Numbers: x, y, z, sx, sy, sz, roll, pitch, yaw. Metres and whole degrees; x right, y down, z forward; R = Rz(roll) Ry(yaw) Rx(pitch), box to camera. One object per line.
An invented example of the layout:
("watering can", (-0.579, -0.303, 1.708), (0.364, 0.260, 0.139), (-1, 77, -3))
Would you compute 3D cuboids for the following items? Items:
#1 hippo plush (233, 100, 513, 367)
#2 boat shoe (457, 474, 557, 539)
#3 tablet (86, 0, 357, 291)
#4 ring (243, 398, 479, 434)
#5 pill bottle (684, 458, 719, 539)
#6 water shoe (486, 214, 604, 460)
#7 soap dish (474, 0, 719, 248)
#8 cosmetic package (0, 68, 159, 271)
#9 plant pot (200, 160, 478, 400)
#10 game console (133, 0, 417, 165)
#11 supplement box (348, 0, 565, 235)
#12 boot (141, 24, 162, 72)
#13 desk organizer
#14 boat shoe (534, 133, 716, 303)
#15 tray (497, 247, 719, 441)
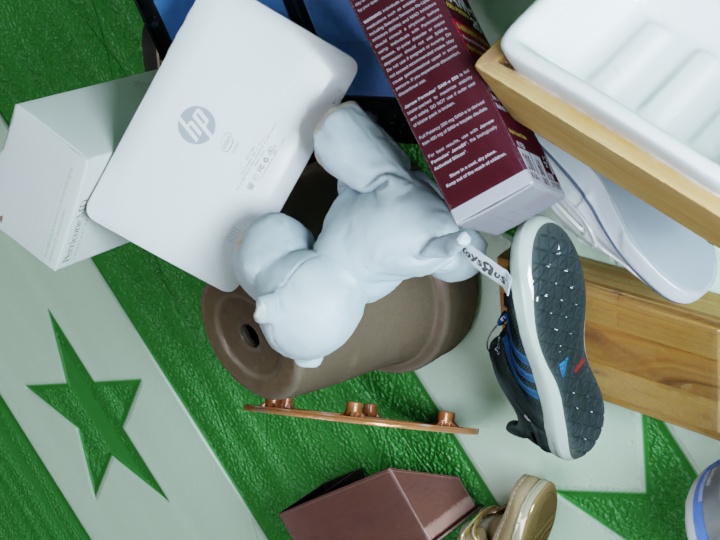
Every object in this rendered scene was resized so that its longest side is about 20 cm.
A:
("hippo plush", (0.000, 0.000, 1.086), (0.200, 0.161, 0.159), (52, -172, 37))
("boat shoe", (0.114, 0.241, 1.288), (0.069, 0.074, 0.201), (31, 134, 21))
("tablet", (-0.103, -0.098, 1.111), (0.129, 0.014, 0.201), (28, 97, -11))
("ring", (0.001, 0.119, 1.255), (0.199, 0.199, 0.019), (0, 81, 46))
("pill bottle", (0.316, 0.146, 0.984), (0.114, 0.113, 0.200), (54, 140, 5))
("water shoe", (0.121, 0.052, 1.098), (0.078, 0.071, 0.202), (11, 125, 40))
("soap dish", (0.195, -0.115, 0.920), (0.199, 0.157, 0.082), (35, 157, 26))
("cosmetic package", (-0.193, -0.087, 1.203), (0.085, 0.200, 0.108), (35, 123, 18))
("plant pot", (-0.031, 0.019, 1.221), (0.199, 0.174, 0.202), (26, 132, 33))
("game console", (-0.051, -0.162, 1.135), (0.172, 0.119, 0.201), (10, 131, 49))
("supplement box", (0.059, -0.128, 1.003), (0.061, 0.109, 0.201), (-29, 80, 16))
("boot", (-0.111, -0.126, 1.295), (0.137, 0.077, 0.202), (5, 119, 39))
("desk organizer", (0.013, 0.223, 1.386), (0.200, 0.071, 0.077), (-31, 88, 51))
("boat shoe", (0.171, -0.052, 1.054), (0.201, 0.073, 0.066), (56, 147, 19))
("tray", (0.192, 0.050, 1.114), (0.199, 0.037, 0.100), (17, 126, 38))
